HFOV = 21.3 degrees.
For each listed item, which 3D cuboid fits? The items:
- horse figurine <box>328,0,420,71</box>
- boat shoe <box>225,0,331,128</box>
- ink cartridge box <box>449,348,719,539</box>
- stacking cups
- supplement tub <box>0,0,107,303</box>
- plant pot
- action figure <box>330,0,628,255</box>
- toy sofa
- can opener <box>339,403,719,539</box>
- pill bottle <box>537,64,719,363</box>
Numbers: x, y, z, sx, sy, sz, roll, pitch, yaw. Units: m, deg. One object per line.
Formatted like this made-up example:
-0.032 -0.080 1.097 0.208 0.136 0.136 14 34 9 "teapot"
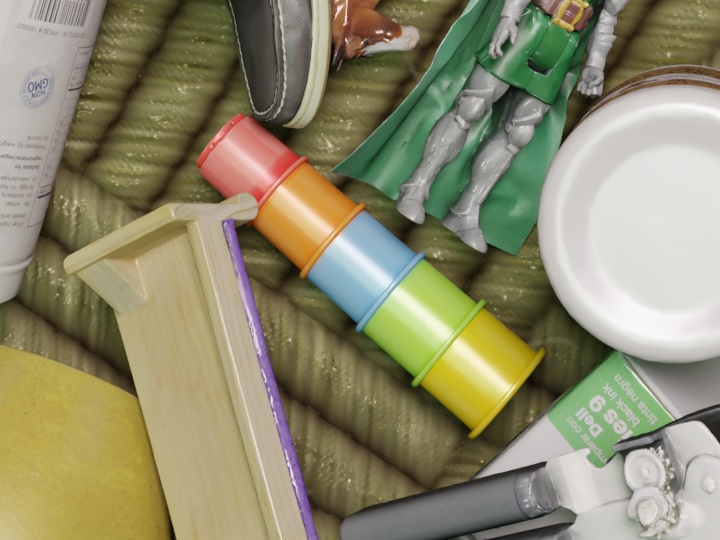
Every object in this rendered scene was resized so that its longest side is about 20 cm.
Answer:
0.035 -0.208 0.936 0.132 0.050 0.201 -8 101 6 "horse figurine"
-0.059 -0.169 0.940 0.066 0.072 0.202 -7 95 -29 "boat shoe"
0.097 0.116 0.915 0.084 0.146 0.200 48 112 7 "ink cartridge box"
0.000 0.000 0.972 0.200 0.061 0.061 40 105 2 "stacking cups"
-0.206 -0.098 0.959 0.131 0.132 0.201 21 103 7 "supplement tub"
-0.176 0.121 0.979 0.199 0.200 0.143 18 75 7 "plant pot"
0.083 -0.109 0.927 0.118 0.055 0.201 21 104 -33 "action figure"
-0.064 0.068 0.945 0.083 0.097 0.201 -24 76 37 "toy sofa"
0.080 0.106 0.814 0.199 0.066 0.053 -20 87 34 "can opener"
0.145 -0.034 0.866 0.114 0.200 0.115 2 100 11 "pill bottle"
